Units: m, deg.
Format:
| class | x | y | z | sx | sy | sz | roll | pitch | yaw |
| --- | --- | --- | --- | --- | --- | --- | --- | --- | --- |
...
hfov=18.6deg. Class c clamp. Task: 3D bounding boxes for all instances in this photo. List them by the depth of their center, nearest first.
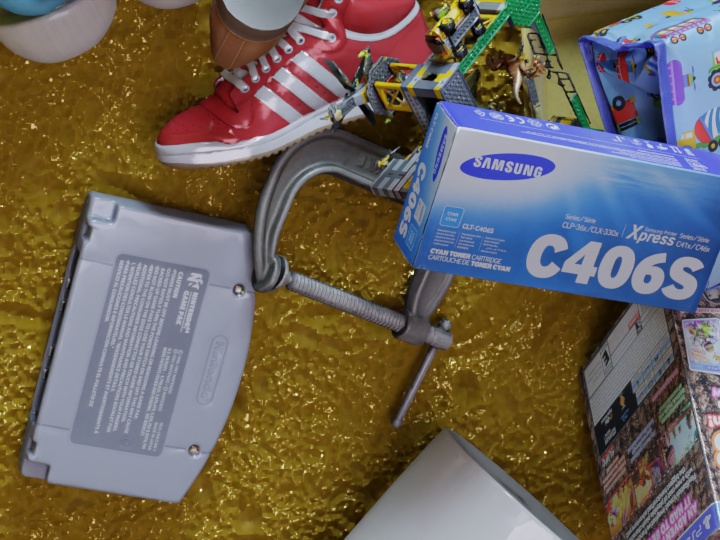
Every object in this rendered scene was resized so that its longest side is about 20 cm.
| class | x | y | z | sx | sy | sz | roll | pitch | yaw |
| --- | --- | --- | --- | --- | --- | --- | --- | --- | --- |
| c clamp | 0.000 | 0.000 | 1.492 | 0.199 | 0.027 | 0.172 | 28 | 92 | -35 |

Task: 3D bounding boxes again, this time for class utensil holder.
| class | x | y | z | sx | sy | sz | roll | pitch | yaw |
| --- | --- | --- | --- | --- | --- | --- | --- | --- | --- |
| utensil holder | 0.053 | 0.236 | 1.531 | 0.170 | 0.170 | 0.200 | 40 | 93 | -24 |

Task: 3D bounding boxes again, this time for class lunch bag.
| class | x | y | z | sx | sy | sz | roll | pitch | yaw |
| --- | --- | --- | --- | --- | --- | --- | --- | --- | --- |
| lunch bag | 0.248 | -0.080 | 1.441 | 0.150 | 0.094 | 0.202 | -22 | 107 | -23 |

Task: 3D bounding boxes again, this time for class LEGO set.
| class | x | y | z | sx | sy | sz | roll | pitch | yaw |
| --- | --- | --- | --- | --- | --- | --- | --- | --- | --- |
| LEGO set | 0.061 | -0.100 | 1.413 | 0.154 | 0.115 | 0.200 | -58 | 134 | -24 |

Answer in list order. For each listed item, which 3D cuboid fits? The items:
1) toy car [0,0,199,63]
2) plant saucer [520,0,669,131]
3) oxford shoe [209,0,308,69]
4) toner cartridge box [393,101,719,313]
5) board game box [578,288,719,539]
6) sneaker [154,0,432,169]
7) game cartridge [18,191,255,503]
| class | x | y | z | sx | sy | sz | roll | pitch | yaw |
| --- | --- | --- | --- | --- | --- | --- | --- | --- | --- |
| toy car | -0.163 | -0.220 | 1.317 | 0.199 | 0.150 | 0.176 | -24 | 114 | -7 |
| plant saucer | 0.199 | -0.109 | 1.521 | 0.198 | 0.048 | 0.202 | -9 | 111 | -14 |
| oxford shoe | -0.044 | -0.205 | 1.377 | 0.071 | 0.071 | 0.201 | 34 | 56 | -2 |
| toner cartridge box | 0.128 | -0.037 | 1.347 | 0.198 | 0.043 | 0.096 | 8 | 113 | -21 |
| board game box | 0.235 | 0.120 | 1.499 | 0.096 | 0.202 | 0.160 | 2 | 149 | -17 |
| sneaker | -0.049 | -0.142 | 1.421 | 0.199 | 0.071 | 0.113 | -21 | 117 | -17 |
| game cartridge | -0.144 | 0.054 | 1.481 | 0.132 | 0.040 | 0.202 | 13 | 104 | -17 |
